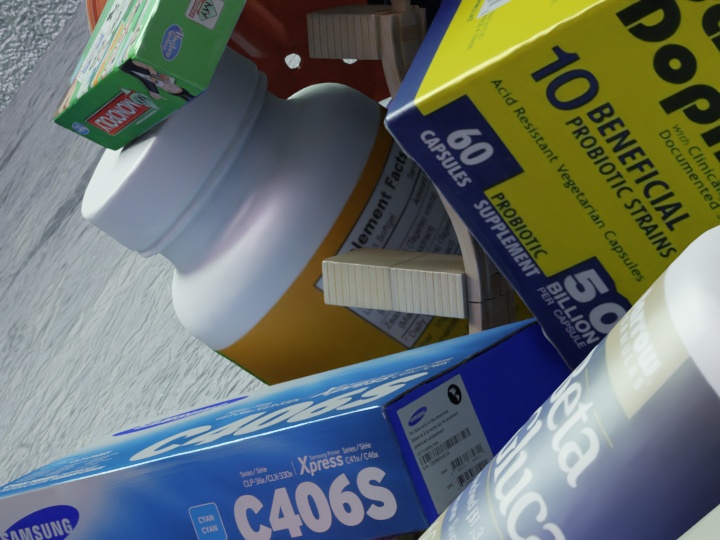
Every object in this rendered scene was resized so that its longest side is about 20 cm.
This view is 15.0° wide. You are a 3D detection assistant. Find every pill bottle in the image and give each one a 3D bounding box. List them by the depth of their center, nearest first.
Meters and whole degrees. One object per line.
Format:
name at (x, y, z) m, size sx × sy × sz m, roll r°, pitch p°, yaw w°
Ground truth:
pill bottle at (0.105, 0.057, 0.744) m, size 0.200 × 0.111 × 0.111 m, roll -50°, pitch 16°, yaw 24°
pill bottle at (0.000, 0.000, 1.025) m, size 0.111 × 0.200 × 0.111 m, roll -51°, pitch 15°, yaw 20°

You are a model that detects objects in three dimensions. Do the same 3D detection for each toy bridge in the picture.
toy bridge at (0.020, 0.003, 0.933) m, size 0.067 × 0.200 × 0.027 m, roll 6°, pitch 16°, yaw 39°

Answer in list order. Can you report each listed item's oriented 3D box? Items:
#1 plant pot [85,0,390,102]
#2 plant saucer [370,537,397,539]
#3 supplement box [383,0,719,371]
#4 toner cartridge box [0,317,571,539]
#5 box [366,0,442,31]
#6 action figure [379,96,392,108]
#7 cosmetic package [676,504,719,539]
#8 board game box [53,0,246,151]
plant pot at (-0.037, -0.127, 1.473) m, size 0.201 × 0.201 × 0.195 m, roll -53°, pitch 23°, yaw 12°
plant saucer at (-0.076, 0.135, 0.852) m, size 0.200 × 0.051 × 0.201 m, roll -19°, pitch 4°, yaw 1°
supplement box at (0.126, -0.072, 0.842) m, size 0.200 × 0.109 × 0.110 m, roll -27°, pitch 22°, yaw 31°
toner cartridge box at (-0.030, 0.066, 0.911) m, size 0.200 × 0.043 × 0.095 m, roll -16°, pitch 5°, yaw 41°
box at (0.094, -0.163, 1.026) m, size 0.200 × 0.198 × 0.123 m, roll -107°, pitch 19°, yaw -72°
action figure at (0.054, -0.080, 1.298) m, size 0.200 × 0.069 × 0.130 m, roll -33°, pitch 20°, yaw 49°
cosmetic package at (0.109, 0.113, 0.633) m, size 0.200 × 0.103 × 0.087 m, roll -48°, pitch 19°, yaw 36°
board game box at (-0.043, -0.145, 0.962) m, size 0.200 × 0.029 × 0.135 m, roll -67°, pitch 14°, yaw -13°
